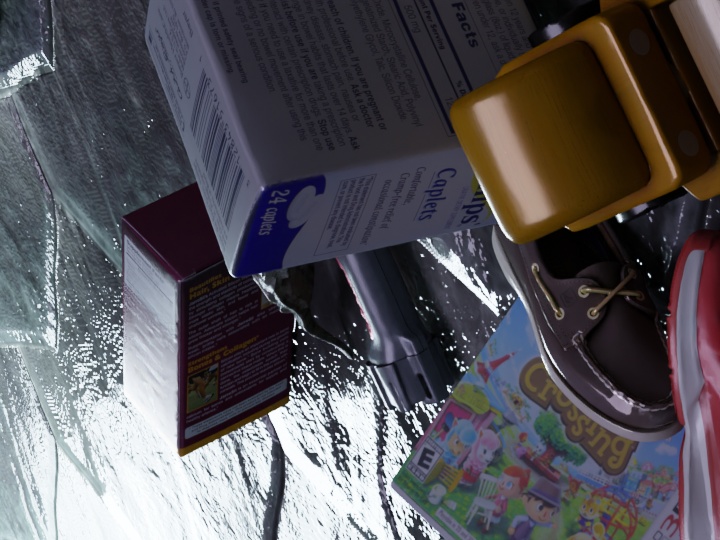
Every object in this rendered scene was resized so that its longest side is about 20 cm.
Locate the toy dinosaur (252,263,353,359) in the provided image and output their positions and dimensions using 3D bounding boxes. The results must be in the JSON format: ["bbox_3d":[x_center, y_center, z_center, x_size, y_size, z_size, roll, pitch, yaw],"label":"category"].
[{"bbox_3d":[-0.052,-0.001,1.733,0.200,0.047,0.089,51,-162,-65],"label":"toy dinosaur"}]

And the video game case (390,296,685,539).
[{"bbox_3d":[0.132,0.116,1.462,0.200,0.182,0.022,41,-170,37],"label":"video game case"}]

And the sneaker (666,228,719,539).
[{"bbox_3d":[0.237,0.075,1.347,0.115,0.078,0.201,-2,96,22],"label":"sneaker"}]

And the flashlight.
[{"bbox_3d":[0.000,0.000,1.678,0.068,0.068,0.201,-18,104,21],"label":"flashlight"}]

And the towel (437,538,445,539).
[{"bbox_3d":[0.133,0.239,1.540,0.200,0.165,0.086,50,157,24],"label":"towel"}]

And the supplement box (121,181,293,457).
[{"bbox_3d":[-0.118,0.032,1.854,0.086,0.110,0.201,44,146,33],"label":"supplement box"}]

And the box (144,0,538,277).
[{"bbox_3d":[-0.003,-0.112,1.393,0.105,0.199,0.185,110,143,-57],"label":"box"}]

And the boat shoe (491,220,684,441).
[{"bbox_3d":[0.136,0.014,1.420,0.060,0.071,0.200,95,156,-46],"label":"boat shoe"}]

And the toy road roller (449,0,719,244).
[{"bbox_3d":[0.141,-0.085,1.244,0.200,0.146,0.123,-25,92,53],"label":"toy road roller"}]
